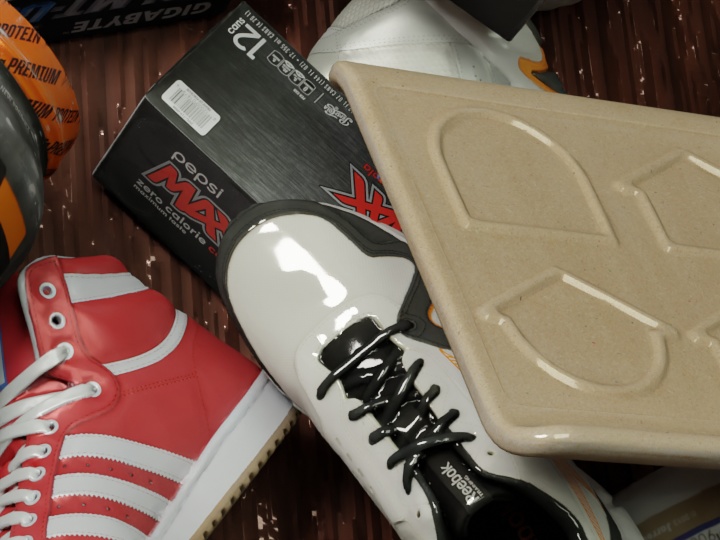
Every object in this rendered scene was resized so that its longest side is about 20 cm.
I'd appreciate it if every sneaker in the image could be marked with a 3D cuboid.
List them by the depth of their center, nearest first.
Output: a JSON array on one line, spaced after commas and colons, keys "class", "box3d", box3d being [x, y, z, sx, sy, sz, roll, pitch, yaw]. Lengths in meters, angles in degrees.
[{"class": "sneaker", "box3d": [-0.109, 0.071, 0.944, 0.112, 0.071, 0.200, 42, 41, -2]}, {"class": "sneaker", "box3d": [0.025, 0.051, 0.946, 0.074, 0.080, 0.200, -45, 81, 6]}, {"class": "sneaker", "box3d": [0.058, -0.031, 1.086, 0.092, 0.076, 0.200, -44, 91, -11]}]

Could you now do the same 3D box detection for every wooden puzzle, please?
[{"class": "wooden puzzle", "box3d": [0.092, 0.009, 0.967, 0.184, 0.046, 0.200, 7, 38, -30]}]

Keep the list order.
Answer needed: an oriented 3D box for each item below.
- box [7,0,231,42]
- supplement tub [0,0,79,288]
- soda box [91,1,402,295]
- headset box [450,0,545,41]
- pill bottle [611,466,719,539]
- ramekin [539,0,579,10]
[{"class": "box", "box3d": [-0.162, -0.180, 1.066, 0.199, 0.050, 0.199, -13, 71, -27]}, {"class": "supplement tub", "box3d": [-0.187, -0.006, 0.921, 0.122, 0.123, 0.200, 38, 61, -2]}, {"class": "soda box", "box3d": [0.000, 0.000, 1.034, 0.200, 0.071, 0.063, 43, 56, 1]}, {"class": "headset box", "box3d": [0.041, -0.195, 1.032, 0.149, 0.077, 0.200, 34, 56, -4]}, {"class": "pill bottle", "box3d": [0.158, 0.164, 0.999, 0.111, 0.111, 0.201, -16, 73, -29]}, {"class": "ramekin", "box3d": [0.060, -0.197, 1.142, 0.201, 0.094, 0.203, 10, 62, -18]}]
